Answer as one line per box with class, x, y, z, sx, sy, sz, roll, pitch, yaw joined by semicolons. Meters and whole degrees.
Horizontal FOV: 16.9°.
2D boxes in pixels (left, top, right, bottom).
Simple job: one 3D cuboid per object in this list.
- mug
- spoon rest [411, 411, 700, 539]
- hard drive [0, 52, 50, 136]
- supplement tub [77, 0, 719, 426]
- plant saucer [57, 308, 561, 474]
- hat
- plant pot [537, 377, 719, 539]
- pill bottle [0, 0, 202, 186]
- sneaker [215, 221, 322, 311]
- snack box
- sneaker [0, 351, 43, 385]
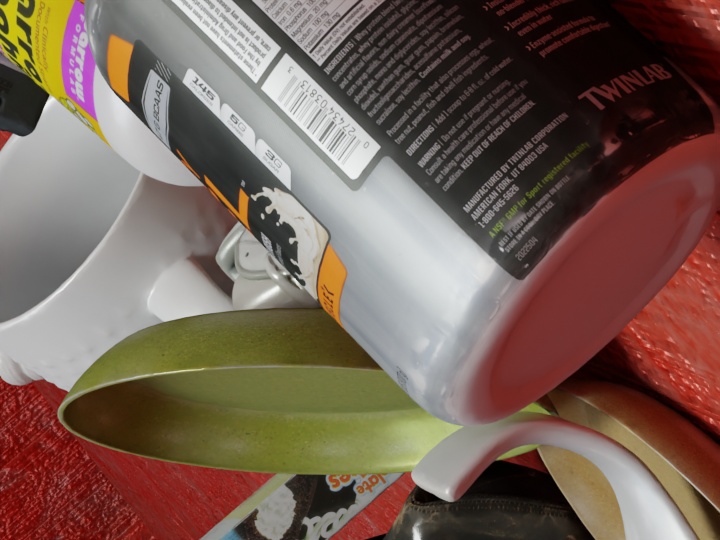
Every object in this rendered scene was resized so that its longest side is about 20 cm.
mug;-0.069;0.015;1.123;0.175;0.148;0.200;35;180;-32
spoon rest;0.113;0.118;0.933;0.200;0.061;0.099;40;173;-19
hard drive;-0.240;-0.115;0.996;0.200;0.033;0.140;23;-178;-33
supplement tub;0.003;-0.061;0.719;0.200;0.123;0.123;45;167;20
plant saucer;-0.019;0.048;0.966;0.200;0.200;0.031;98;174;-74
hat;0.059;0.130;1.098;0.201;0.200;0.081;33;122;52
plant pot;0.143;0.115;0.978;0.200;0.027;0.200;47;167;14
pill bottle;-0.078;-0.100;0.930;0.200;0.104;0.104;39;164;39
sneaker;0.000;0.000;0.963;0.078;0.099;0.200;53;167;-15
snack box;-0.028;0.113;1.163;0.037;0.200;0.116;50;169;-1
sneaker;-0.135;-0.037;1.243;0.080;0.200;0.074;6;-179;17
